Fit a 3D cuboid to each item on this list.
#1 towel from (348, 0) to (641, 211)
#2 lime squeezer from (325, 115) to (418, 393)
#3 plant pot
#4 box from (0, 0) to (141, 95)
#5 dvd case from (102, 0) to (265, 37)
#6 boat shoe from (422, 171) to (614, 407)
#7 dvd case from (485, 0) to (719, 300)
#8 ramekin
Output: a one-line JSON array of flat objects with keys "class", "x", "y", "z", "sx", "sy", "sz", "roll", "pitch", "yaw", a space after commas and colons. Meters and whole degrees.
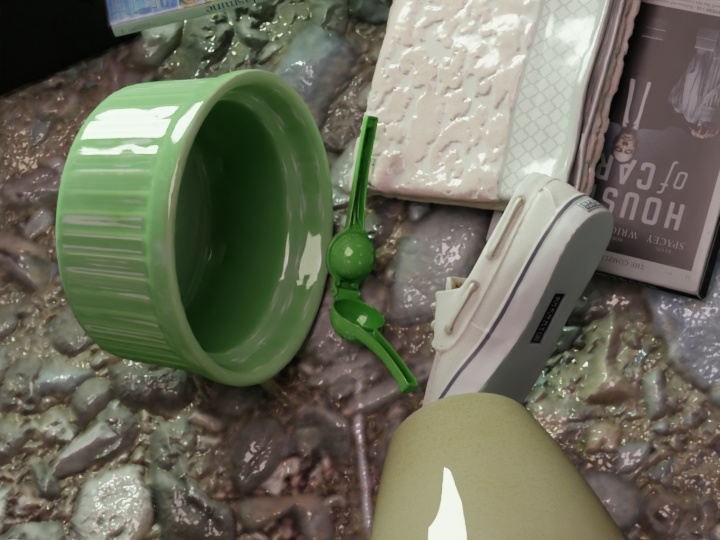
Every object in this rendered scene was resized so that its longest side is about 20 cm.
[{"class": "towel", "x": 0.087, "y": -0.138, "z": 1.592, "sx": 0.191, "sy": 0.032, "sz": 0.200, "roll": 8, "pitch": 81, "yaw": 40}, {"class": "lime squeezer", "x": 0.000, "y": 0.000, "z": 1.583, "sx": 0.038, "sy": 0.071, "sz": 0.200, "roll": 0, "pitch": 61, "yaw": -14}, {"class": "plant pot", "x": 0.079, "y": 0.175, "z": 1.421, "sx": 0.187, "sy": 0.187, "sz": 0.200, "roll": -20, "pitch": 47, "yaw": 9}, {"class": "box", "x": -0.282, "y": -0.210, "z": 1.737, "sx": 0.200, "sy": 0.149, "sz": 0.125, "roll": -23, "pitch": 60, "yaw": 7}, {"class": "dvd case", "x": -0.086, "y": -0.244, "z": 1.684, "sx": 0.200, "sy": 0.018, "sz": 0.143, "roll": -13, "pitch": 62, "yaw": 2}, {"class": "boat shoe", "x": 0.078, "y": 0.031, "z": 1.514, "sx": 0.070, "sy": 0.071, "sz": 0.200, "roll": 37, "pitch": 108, "yaw": 30}, {"class": "dvd case", "x": 0.176, "y": -0.095, "z": 1.565, "sx": 0.150, "sy": 0.025, "sz": 0.200, "roll": 14, "pitch": 85, "yaw": 25}, {"class": "ramekin", "x": -0.107, "y": -0.029, "z": 1.565, "sx": 0.098, "sy": 0.200, "sz": 0.200, "roll": 4, "pitch": 66, "yaw": 29}]
